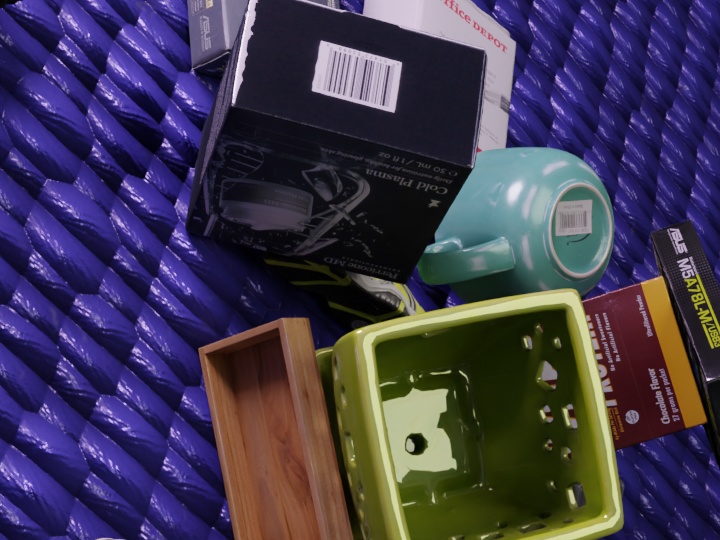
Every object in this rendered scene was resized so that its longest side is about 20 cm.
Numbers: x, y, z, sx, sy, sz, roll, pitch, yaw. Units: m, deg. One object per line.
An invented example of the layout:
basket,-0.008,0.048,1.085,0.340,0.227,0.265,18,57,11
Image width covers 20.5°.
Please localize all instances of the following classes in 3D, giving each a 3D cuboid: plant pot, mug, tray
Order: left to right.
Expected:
tray,-0.067,0.147,1.593,0.037,0.098,0.201,0,74,-50
plant pot,0.071,0.132,1.591,0.199,0.181,0.200,-9,88,-21
mug,0.153,-0.025,1.820,0.152,0.114,0.185,49,60,-32

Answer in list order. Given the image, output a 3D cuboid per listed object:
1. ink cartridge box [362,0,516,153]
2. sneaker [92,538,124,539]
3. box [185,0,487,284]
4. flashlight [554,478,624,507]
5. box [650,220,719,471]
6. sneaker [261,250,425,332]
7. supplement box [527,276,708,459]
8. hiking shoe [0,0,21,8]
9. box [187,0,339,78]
ink cartridge box,0.069,-0.165,1.909,0.145,0.083,0.200,34,51,-37
sneaker,-0.109,0.247,1.484,0.200,0.115,0.076,37,48,-35
box,-0.023,-0.105,1.621,0.199,0.197,0.124,14,60,-9
flashlight,0.169,0.264,1.684,0.068,0.068,0.201,-20,124,-62
box,0.313,0.090,1.747,0.193,0.047,0.200,-105,176,-49
sneaker,0.000,0.000,1.760,0.200,0.075,0.077,43,47,-32
supplement box,0.191,0.102,1.790,0.197,0.199,0.133,30,43,-83
hiking shoe,-0.322,-0.260,1.484,0.200,0.076,0.101,15,66,-46
box,-0.088,-0.260,1.789,0.157,0.051,0.201,14,64,-46
